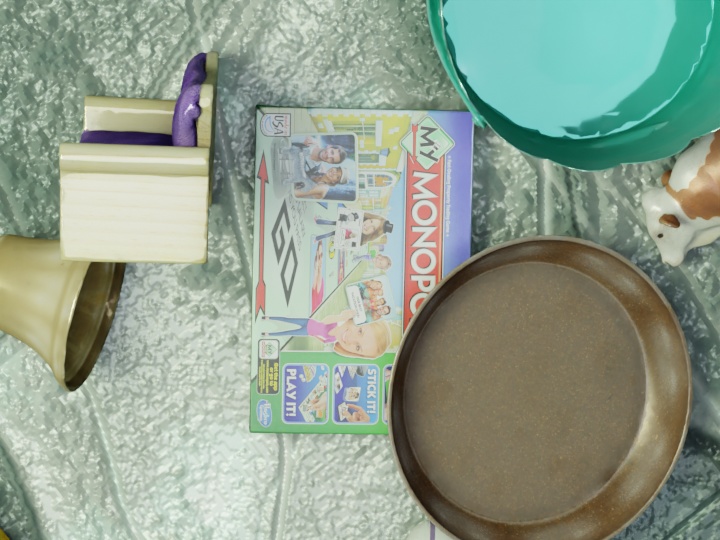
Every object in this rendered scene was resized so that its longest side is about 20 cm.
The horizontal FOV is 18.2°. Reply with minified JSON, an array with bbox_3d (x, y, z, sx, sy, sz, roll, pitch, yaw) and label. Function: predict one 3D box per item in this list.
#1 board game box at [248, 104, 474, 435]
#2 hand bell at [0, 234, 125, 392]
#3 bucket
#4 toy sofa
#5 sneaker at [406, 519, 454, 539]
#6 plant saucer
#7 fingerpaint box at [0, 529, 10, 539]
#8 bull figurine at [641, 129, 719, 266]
[{"bbox_3d":[0.000,0.000,1.380,0.134,0.029,0.201,1,96,-3],"label":"board game box"},{"bbox_3d":[-0.251,-0.005,1.346,0.200,0.104,0.104,16,95,7],"label":"hand bell"},{"bbox_3d":[0.137,-0.160,1.319,0.207,0.135,0.208,0,96,-5],"label":"bucket"},{"bbox_3d":[-0.124,-0.069,1.280,0.083,0.200,0.098,2,102,-3],"label":"toy sofa"},{"bbox_3d":[-0.014,0.237,1.384,0.114,0.073,0.201,20,94,-2],"label":"sneaker"},{"bbox_3d":[0.106,0.077,1.375,0.200,0.034,0.201,-2,96,-17],"label":"plant saucer"},{"bbox_3d":[-0.331,0.182,1.355,0.200,0.073,0.167,-40,96,1],"label":"fingerpaint box"},{"bbox_3d":[0.259,-0.078,1.372,0.121,0.065,0.200,28,96,-10],"label":"bull figurine"}]
